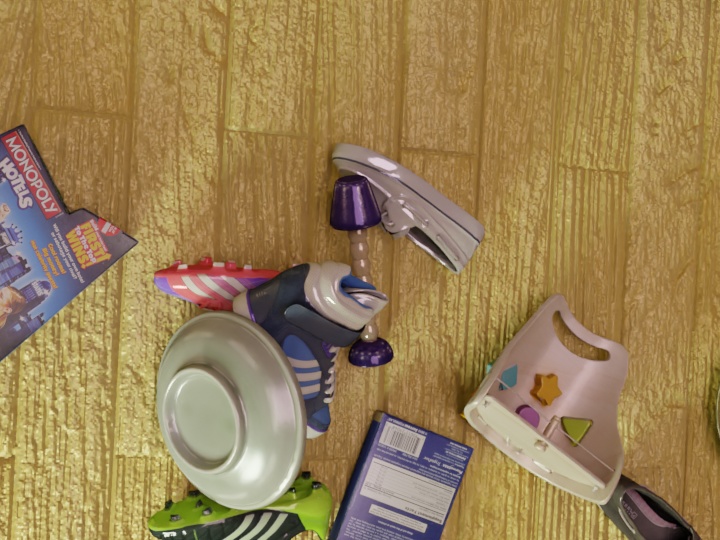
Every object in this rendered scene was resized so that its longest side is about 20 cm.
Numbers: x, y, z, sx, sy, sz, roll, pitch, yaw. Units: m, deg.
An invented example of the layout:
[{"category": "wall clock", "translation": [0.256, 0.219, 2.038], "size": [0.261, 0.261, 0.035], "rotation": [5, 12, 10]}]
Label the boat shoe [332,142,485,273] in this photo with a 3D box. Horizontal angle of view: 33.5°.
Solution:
[{"category": "boat shoe", "translation": [0.047, -0.065, 1.297], "size": [0.199, 0.073, 0.066], "rotation": [31, 78, -16]}]

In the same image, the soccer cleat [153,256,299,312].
[{"category": "soccer cleat", "translation": [-0.118, 0.029, 1.252], "size": [0.197, 0.067, 0.078], "rotation": [2, 96, -21]}]

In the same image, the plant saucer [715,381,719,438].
[{"category": "plant saucer", "translation": [0.518, 0.167, 1.486], "size": [0.197, 0.031, 0.203], "rotation": [-1, 92, -19]}]

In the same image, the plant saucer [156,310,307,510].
[{"category": "plant saucer", "translation": [-0.142, 0.143, 1.180], "size": [0.050, 0.198, 0.203], "rotation": [-14, 98, -52]}]

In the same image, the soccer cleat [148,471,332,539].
[{"category": "soccer cleat", "translation": [-0.123, 0.269, 1.259], "size": [0.197, 0.067, 0.082], "rotation": [-6, 107, -19]}]

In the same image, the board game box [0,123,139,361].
[{"category": "board game box", "translation": [-0.332, -0.030, 1.178], "size": [0.198, 0.062, 0.202], "rotation": [-28, 100, -17]}]

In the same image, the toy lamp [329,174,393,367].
[{"category": "toy lamp", "translation": [0.000, 0.000, 1.273], "size": [0.057, 0.058, 0.203], "rotation": [-10, 109, -18]}]

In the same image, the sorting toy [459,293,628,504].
[{"category": "sorting toy", "translation": [0.222, 0.131, 1.356], "size": [0.199, 0.107, 0.181], "rotation": [38, 73, -15]}]

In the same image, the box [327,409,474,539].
[{"category": "box", "translation": [0.037, 0.270, 1.327], "size": [0.120, 0.032, 0.202], "rotation": [23, 83, -17]}]

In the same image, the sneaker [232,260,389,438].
[{"category": "sneaker", "translation": [-0.029, 0.079, 1.226], "size": [0.145, 0.081, 0.201], "rotation": [-20, 123, 11]}]

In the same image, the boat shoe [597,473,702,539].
[{"category": "boat shoe", "translation": [0.357, 0.314, 1.422], "size": [0.200, 0.057, 0.067], "rotation": [42, 79, -15]}]
